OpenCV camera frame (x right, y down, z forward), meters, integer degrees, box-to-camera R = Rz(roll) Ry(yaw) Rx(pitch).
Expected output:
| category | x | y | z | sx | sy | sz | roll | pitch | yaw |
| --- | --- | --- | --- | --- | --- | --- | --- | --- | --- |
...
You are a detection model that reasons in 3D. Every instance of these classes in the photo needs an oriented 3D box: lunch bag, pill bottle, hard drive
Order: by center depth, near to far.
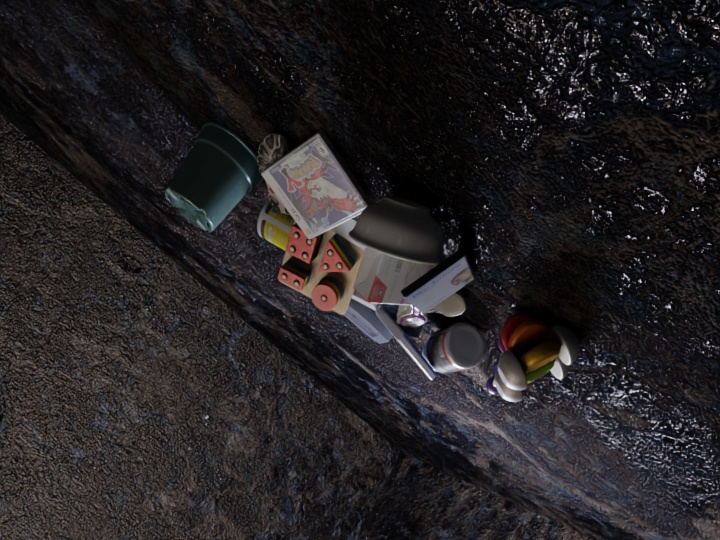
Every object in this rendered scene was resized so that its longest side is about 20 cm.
| category | x | y | z | sx | sy | sz | roll | pitch | yaw |
| --- | --- | --- | --- | --- | --- | --- | --- | --- | --- |
| pill bottle | -0.161 | -0.098 | 1.415 | 0.196 | 0.116 | 0.115 | 28 | 159 | 17 |
| hard drive | 0.121 | 0.194 | 1.445 | 0.201 | 0.025 | 0.132 | 52 | 177 | -38 |
| pill bottle | 0.241 | 0.211 | 1.460 | 0.114 | 0.118 | 0.200 | 35 | 160 | -3 |
| lunch bag | 0.086 | 0.111 | 1.529 | 0.161 | 0.084 | 0.197 | 48 | 156 | -28 |

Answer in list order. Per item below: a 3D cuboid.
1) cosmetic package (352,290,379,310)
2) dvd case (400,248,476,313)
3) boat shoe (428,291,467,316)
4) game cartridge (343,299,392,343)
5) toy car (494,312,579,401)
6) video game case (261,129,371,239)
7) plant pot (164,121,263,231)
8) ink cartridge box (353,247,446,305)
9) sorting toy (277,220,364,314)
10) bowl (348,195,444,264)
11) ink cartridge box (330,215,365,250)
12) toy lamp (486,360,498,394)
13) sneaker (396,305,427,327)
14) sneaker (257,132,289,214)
| category | x | y | z | sx | sy | sz | roll | pitch | yaw |
| --- | --- | --- | --- | --- | --- | --- | --- | --- | --- |
| cosmetic package | -0.024 | 0.012 | 1.446 | 0.195 | 0.104 | 0.071 | 25 | 170 | 23 |
| dvd case | 0.162 | 0.027 | 1.094 | 0.018 | 0.140 | 0.200 | 58 | -172 | 21 |
| boat shoe | 0.199 | 0.074 | 1.334 | 0.198 | 0.056 | 0.069 | -10 | 97 | 57 |
| game cartridge | 0.002 | 0.128 | 1.535 | 0.199 | 0.041 | 0.133 | 41 | 167 | -5 |
| toy car | 0.359 | 0.174 | 1.178 | 0.202 | 0.170 | 0.153 | 73 | 171 | -60 |
| video game case | -0.096 | -0.172 | 1.151 | 0.196 | 0.023 | 0.184 | -21 | 114 | 40 |
| plant pot | -0.369 | -0.222 | 1.357 | 0.196 | 0.199 | 0.202 | 29 | 158 | 13 |
| ink cartridge box | 0.092 | 0.006 | 1.167 | 0.195 | 0.120 | 0.067 | 6 | -158 | -37 |
| sorting toy | -0.100 | -0.010 | 1.318 | 0.194 | 0.070 | 0.205 | 26 | 118 | 9 |
| bowl | 0.079 | -0.087 | 1.052 | 0.194 | 0.094 | 0.201 | 14 | -168 | -3 |
| ink cartridge box | -0.052 | -0.137 | 1.240 | 0.196 | 0.060 | 0.105 | 31 | 157 | 12 |
| toy lamp | 0.383 | 0.289 | 1.496 | 0.057 | 0.059 | 0.201 | 27 | 161 | 16 |
| sneaker | 0.133 | 0.067 | 1.333 | 0.072 | 0.102 | 0.203 | 6 | 143 | -5 |
| sneaker | -0.179 | -0.226 | 1.235 | 0.078 | 0.085 | 0.204 | 11 | 138 | 11 |
